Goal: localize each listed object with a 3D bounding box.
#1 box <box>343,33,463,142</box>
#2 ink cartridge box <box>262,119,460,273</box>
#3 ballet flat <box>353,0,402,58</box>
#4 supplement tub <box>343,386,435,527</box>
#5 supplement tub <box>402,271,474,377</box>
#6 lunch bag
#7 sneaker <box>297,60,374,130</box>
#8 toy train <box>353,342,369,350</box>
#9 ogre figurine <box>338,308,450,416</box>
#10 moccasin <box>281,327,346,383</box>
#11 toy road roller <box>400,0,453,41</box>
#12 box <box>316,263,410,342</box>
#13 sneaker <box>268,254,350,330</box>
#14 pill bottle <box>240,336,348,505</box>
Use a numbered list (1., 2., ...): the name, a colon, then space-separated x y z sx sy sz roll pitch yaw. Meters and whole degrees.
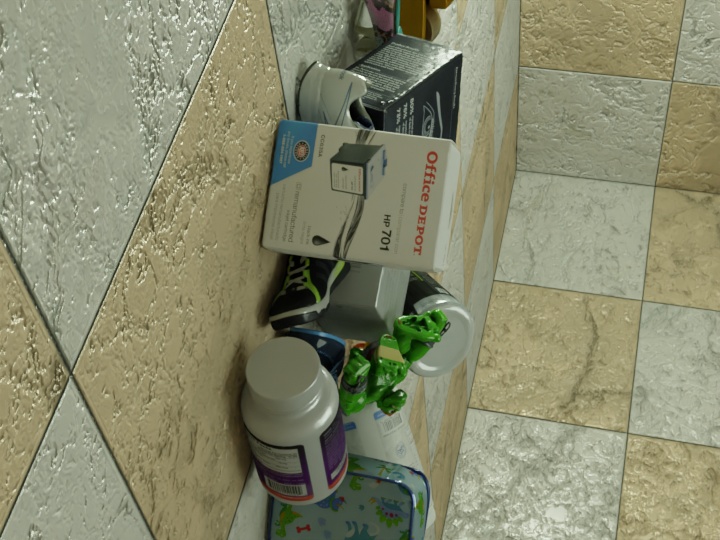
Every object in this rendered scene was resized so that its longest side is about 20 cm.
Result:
1. box: 0.039 -0.194 1.533 0.200 0.104 0.149 -41 143 -45
2. ink cartridge box: 0.002 -0.082 1.337 0.086 0.198 0.148 15 82 -78
3. ballet flat: 0.027 -0.321 1.618 0.201 0.070 0.070 80 14 -53
4. supplement tub: 0.017 0.266 1.649 0.132 0.131 0.202 -37 111 -73
5. supplement tub: 0.073 0.061 1.768 0.200 0.121 0.124 -135 -139 -54
6. lunch bag: -0.017 0.314 1.498 0.082 0.198 0.163 -21 117 -68
7. sneaker: -0.028 -0.147 1.422 0.075 0.086 0.202 -57 153 -52
8. toy train: 0.018 0.136 1.914 0.151 0.055 0.202 78 26 -61
9. ogre figurine: 0.032 0.123 1.548 0.120 0.098 0.200 -58 179 40
10. moccasin: -0.052 0.121 1.505 0.200 0.080 0.069 58 46 -71
11. toy road roller: 0.125 -0.436 1.830 0.123 0.144 0.202 -57 152 -63
12. box: 0.000 0.000 1.603 0.200 0.105 0.154 63 36 -69
13. sneaker: -0.072 0.000 1.417 0.200 0.071 0.083 -62 133 -61
14. pill bottle: -0.075 0.168 1.341 0.201 0.110 0.112 84 18 -49
